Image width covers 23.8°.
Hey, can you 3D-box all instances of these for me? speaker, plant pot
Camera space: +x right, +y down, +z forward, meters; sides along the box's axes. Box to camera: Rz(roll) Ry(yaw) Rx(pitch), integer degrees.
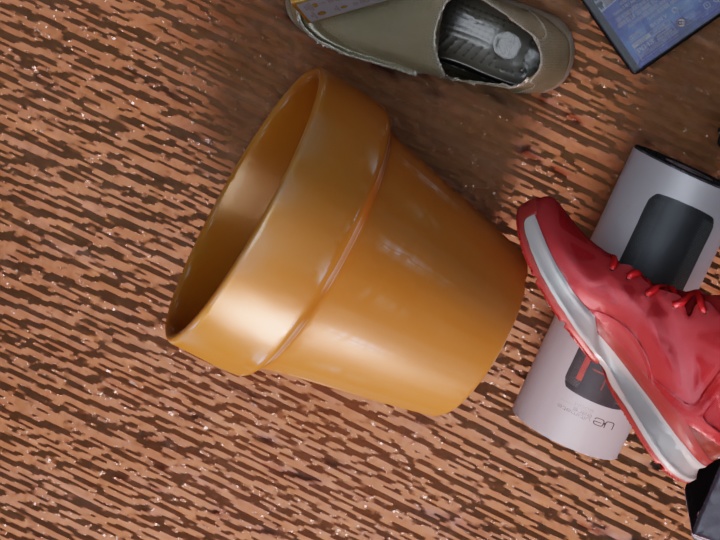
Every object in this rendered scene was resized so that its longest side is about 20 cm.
[{"bbox_3d":[0.176,0.023,1.140,0.081,0.081,0.201,25,101,3],"label":"speaker"},{"bbox_3d":[0.000,0.000,1.114,0.183,0.200,0.201,29,101,-14],"label":"plant pot"}]

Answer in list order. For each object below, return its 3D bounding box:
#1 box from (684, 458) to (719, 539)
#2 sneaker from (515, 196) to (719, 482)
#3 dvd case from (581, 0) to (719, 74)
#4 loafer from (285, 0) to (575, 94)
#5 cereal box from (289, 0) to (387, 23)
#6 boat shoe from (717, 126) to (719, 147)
[{"bbox_3d":[0.339,0.106,1.108,0.198,0.123,0.201,22,100,5],"label":"box"},{"bbox_3d":[0.190,0.019,1.055,0.115,0.078,0.200,-34,87,16],"label":"sneaker"},{"bbox_3d":[0.183,-0.251,1.130,0.142,0.018,0.200,-35,93,11],"label":"dvd case"},{"bbox_3d":[0.045,-0.166,1.134,0.199,0.068,0.076,13,100,5],"label":"loafer"},{"bbox_3d":[0.042,-0.255,1.103,0.199,0.040,0.144,-15,71,14],"label":"cereal box"},{"bbox_3d":[0.300,-0.152,1.102,0.199,0.075,0.066,-38,90,10],"label":"boat shoe"}]
